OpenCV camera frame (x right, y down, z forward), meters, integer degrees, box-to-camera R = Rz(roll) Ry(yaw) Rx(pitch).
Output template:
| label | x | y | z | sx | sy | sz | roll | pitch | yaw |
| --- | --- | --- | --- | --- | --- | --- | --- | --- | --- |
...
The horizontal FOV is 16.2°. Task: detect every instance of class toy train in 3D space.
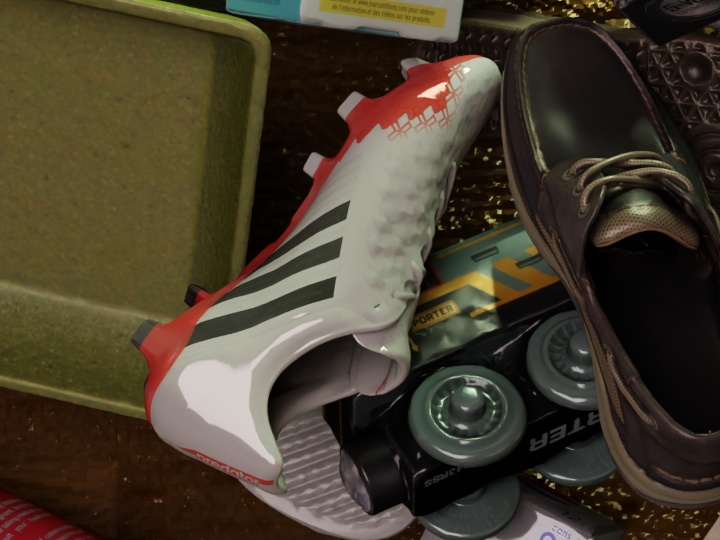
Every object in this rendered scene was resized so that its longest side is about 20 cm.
| label | x | y | z | sx | sy | sz | roll | pitch | yaw |
| --- | --- | --- | --- | --- | --- | --- | --- | --- | --- |
| toy train | 0.071 | 0.027 | 1.023 | 0.200 | 0.085 | 0.114 | -24 | 58 | -14 |

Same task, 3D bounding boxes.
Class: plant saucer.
| label | x | y | z | sx | sy | sz | roll | pitch | yaw |
| --- | --- | --- | --- | --- | --- | --- | --- | --- | --- |
| plant saucer | -0.137 | -0.044 | 1.011 | 0.200 | 0.048 | 0.200 | 12 | 127 | 4 |

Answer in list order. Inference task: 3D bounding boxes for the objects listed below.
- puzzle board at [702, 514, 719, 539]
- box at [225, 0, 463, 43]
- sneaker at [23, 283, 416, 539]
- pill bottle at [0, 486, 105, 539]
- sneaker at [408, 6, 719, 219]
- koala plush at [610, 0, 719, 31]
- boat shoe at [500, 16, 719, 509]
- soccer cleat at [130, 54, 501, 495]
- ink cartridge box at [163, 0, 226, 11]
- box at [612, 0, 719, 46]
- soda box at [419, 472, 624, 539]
| label | x | y | z | sx | sy | sz | roll | pitch | yaw |
| --- | --- | --- | --- | --- | --- | --- | --- | --- | --- |
| puzzle board | 0.238 | 0.101 | 1.030 | 0.151 | 0.017 | 0.200 | 36 | 98 | 18 |
| box | 0.006 | -0.190 | 0.952 | 0.049 | 0.082 | 0.200 | 14 | 98 | 48 |
| sneaker | -0.050 | 0.044 | 1.098 | 0.200 | 0.079 | 0.078 | 36 | 91 | 10 |
| pill bottle | -0.165 | 0.154 | 1.112 | 0.200 | 0.112 | 0.112 | 25 | 95 | 18 |
| sneaker | 0.122 | -0.073 | 1.038 | 0.200 | 0.076 | 0.070 | 18 | 109 | 22 |
| koala plush | 0.204 | -0.176 | 0.936 | 0.184 | 0.200 | 0.177 | 22 | 72 | -9 |
| boat shoe | 0.107 | -0.013 | 0.946 | 0.074 | 0.073 | 0.200 | -17 | 71 | -9 |
| soccer cleat | 0.000 | 0.000 | 0.968 | 0.085 | 0.069 | 0.200 | 36 | 69 | 23 |
| ink cartridge box | -0.007 | -0.190 | 1.089 | 0.200 | 0.084 | 0.146 | 0 | 87 | 18 |
| box | 0.156 | -0.189 | 0.841 | 0.200 | 0.044 | 0.160 | -24 | 67 | 19 |
| soda box | 0.034 | 0.182 | 1.069 | 0.068 | 0.063 | 0.200 | 27 | 96 | 18 |
